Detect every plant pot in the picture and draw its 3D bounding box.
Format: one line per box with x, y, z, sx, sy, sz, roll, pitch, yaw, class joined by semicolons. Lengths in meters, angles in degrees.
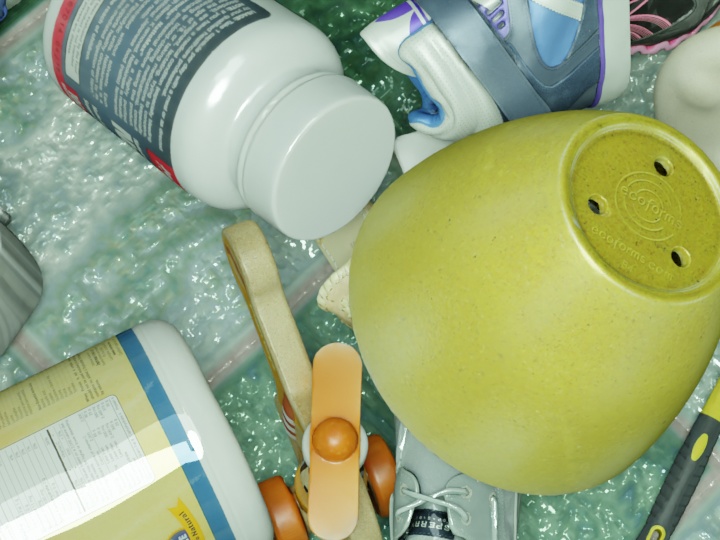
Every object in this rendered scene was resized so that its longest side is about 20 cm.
0.113;-0.002;0.889;0.199;0.142;0.201;10;63;-21;plant pot

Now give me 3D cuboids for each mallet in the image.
0.201;0.076;1.026;0.066;0.041;0.200;34;78;8;mallet

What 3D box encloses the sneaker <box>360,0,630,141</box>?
0.069;-0.166;0.963;0.146;0.081;0.201;-15;117;-12;sneaker

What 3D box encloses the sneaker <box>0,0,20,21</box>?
-0.253;-0.127;1.038;0.088;0.075;0.200;49;46;-3;sneaker

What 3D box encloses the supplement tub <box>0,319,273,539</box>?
-0.162;0.130;0.939;0.199;0.145;0.145;-26;75;-9;supplement tub

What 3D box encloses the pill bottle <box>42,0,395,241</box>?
-0.080;-0.104;0.997;0.120;0.120;0.200;-43;55;-14;pill bottle

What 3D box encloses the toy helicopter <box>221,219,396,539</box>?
-0.032;0.069;0.945;0.079;0.132;0.201;-21;97;-8;toy helicopter

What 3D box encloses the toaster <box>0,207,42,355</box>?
-0.274;0.025;0.977;0.114;0.129;0.200;39;75;11;toaster

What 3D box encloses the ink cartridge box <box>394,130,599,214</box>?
0.100;0.007;1.026;0.115;0.068;0.201;-17;74;-8;ink cartridge box

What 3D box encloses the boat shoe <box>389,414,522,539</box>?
0.051;0.136;0.939;0.070;0.071;0.202;-2;101;20;boat shoe

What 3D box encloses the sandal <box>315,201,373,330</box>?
-0.002;0.004;0.995;0.069;0.078;0.212;-7;48;-37;sandal

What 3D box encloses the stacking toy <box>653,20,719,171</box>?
0.276;-0.144;1.068;0.146;0.146;0.200;26;55;7;stacking toy

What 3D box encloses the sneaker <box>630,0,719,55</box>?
0.152;-0.176;1.074;0.199;0.095;0.079;-22;72;-10;sneaker
